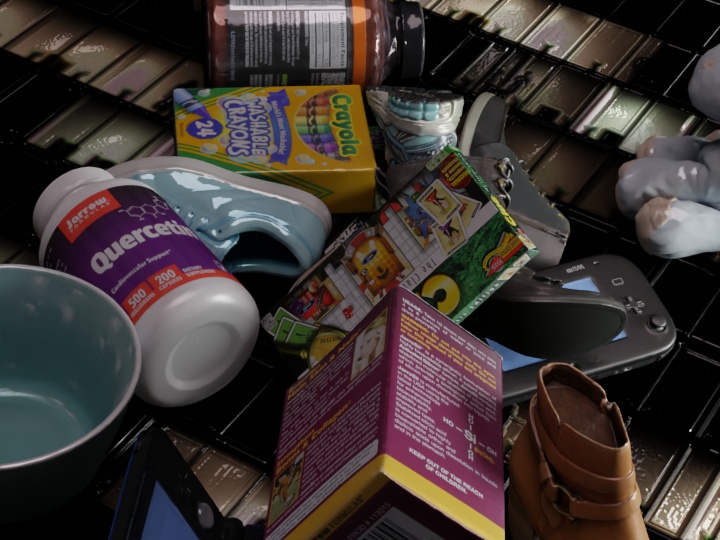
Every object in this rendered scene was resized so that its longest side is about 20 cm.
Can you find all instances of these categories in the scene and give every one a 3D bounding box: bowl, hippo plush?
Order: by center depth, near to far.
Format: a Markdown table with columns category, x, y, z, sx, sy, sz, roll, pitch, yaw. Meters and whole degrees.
| category | x | y | z | sx | sy | sz | roll | pitch | yaw |
| --- | --- | --- | --- | --- | --- | --- | --- | --- | --- |
| bowl | -0.252 | 0.099 | 1.206 | 0.201 | 0.105 | 0.201 | 2 | 41 | -2 |
| hippo plush | 0.308 | -0.097 | 1.438 | 0.159 | 0.161 | 0.200 | -16 | 45 | -22 |

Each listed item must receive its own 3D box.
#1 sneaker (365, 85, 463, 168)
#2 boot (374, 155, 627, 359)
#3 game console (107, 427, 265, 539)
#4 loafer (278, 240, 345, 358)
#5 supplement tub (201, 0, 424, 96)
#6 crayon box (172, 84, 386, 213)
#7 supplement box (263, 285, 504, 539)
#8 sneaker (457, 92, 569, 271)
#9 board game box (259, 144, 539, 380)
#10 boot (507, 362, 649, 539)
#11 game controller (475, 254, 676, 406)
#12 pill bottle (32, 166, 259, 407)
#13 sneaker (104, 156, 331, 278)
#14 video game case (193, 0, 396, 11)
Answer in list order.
| category | x | y | z | sx | sy | sz | roll | pitch | yaw |
| --- | --- | --- | --- | --- | --- | --- | --- | --- | --- |
| sneaker | 0.042 | -0.113 | 1.482 | 0.078 | 0.086 | 0.200 | 4 | 9 | -2 |
| boot | 0.105 | -0.023 | 1.328 | 0.200 | 0.069 | 0.174 | 4 | 49 | 3 |
| game console | -0.073 | 0.211 | 1.093 | 0.118 | 0.171 | 0.200 | -15 | 37 | 18 |
| loafer | 0.000 | 0.000 | 1.365 | 0.072 | 0.063 | 0.200 | 36 | 46 | 6 |
| supplement tub | -0.044 | -0.210 | 1.578 | 0.200 | 0.107 | 0.107 | -1 | 41 | -8 |
| crayon box | -0.061 | -0.105 | 1.498 | 0.200 | 0.052 | 0.126 | -2 | 42 | -8 |
| supplement box | 0.017 | 0.129 | 1.144 | 0.103 | 0.131 | 0.200 | 34 | 31 | -18 |
| sneaker | 0.128 | -0.064 | 1.462 | 0.106 | 0.075 | 0.200 | 13 | 51 | 2 |
| board game box | 0.025 | 0.013 | 1.258 | 0.105 | 0.200 | 0.023 | 52 | 17 | 20 |
| boot | 0.165 | 0.167 | 1.129 | 0.074 | 0.155 | 0.200 | -25 | 49 | -30 |
| game controller | 0.144 | 0.046 | 1.342 | 0.200 | 0.042 | 0.104 | -14 | 63 | -21 |
| pill bottle | -0.171 | 0.006 | 1.315 | 0.112 | 0.112 | 0.200 | -23 | 48 | -28 |
| sneaker | -0.126 | -0.038 | 1.399 | 0.200 | 0.074 | 0.082 | 7 | 38 | 4 |
| video game case | -0.056 | -0.273 | 1.621 | 0.200 | 0.026 | 0.181 | -2 | -3 | -7 |
